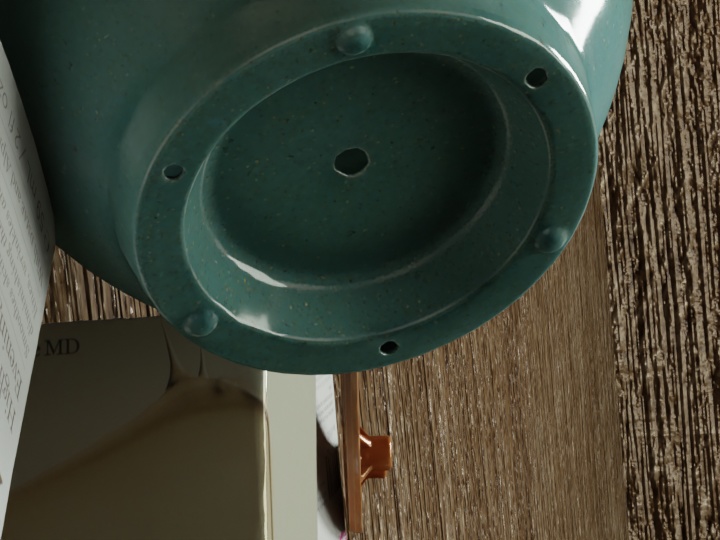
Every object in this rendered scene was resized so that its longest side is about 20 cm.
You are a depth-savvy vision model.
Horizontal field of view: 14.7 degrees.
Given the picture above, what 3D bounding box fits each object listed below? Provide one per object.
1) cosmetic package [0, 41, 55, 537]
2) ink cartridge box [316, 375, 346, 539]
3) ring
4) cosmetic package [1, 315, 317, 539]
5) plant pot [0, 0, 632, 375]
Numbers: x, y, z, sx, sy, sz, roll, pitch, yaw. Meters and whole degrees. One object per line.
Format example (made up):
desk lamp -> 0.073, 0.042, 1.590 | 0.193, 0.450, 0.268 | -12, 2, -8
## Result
cosmetic package -> -0.121, 0.035, 0.600 | 0.102, 0.074, 0.200 | 76, 13, -48
ink cartridge box -> -0.043, 0.131, 1.026 | 0.115, 0.068, 0.201 | -28, 113, -80
ring -> 0.000, 0.000, 1.067 | 0.200, 0.019, 0.201 | 179, -90, -89
cosmetic package -> -0.066, 0.118, 0.799 | 0.073, 0.103, 0.201 | 50, 37, -73
plant pot -> -0.014, -0.059, 0.717 | 0.201, 0.200, 0.134 | 76, -4, -46
